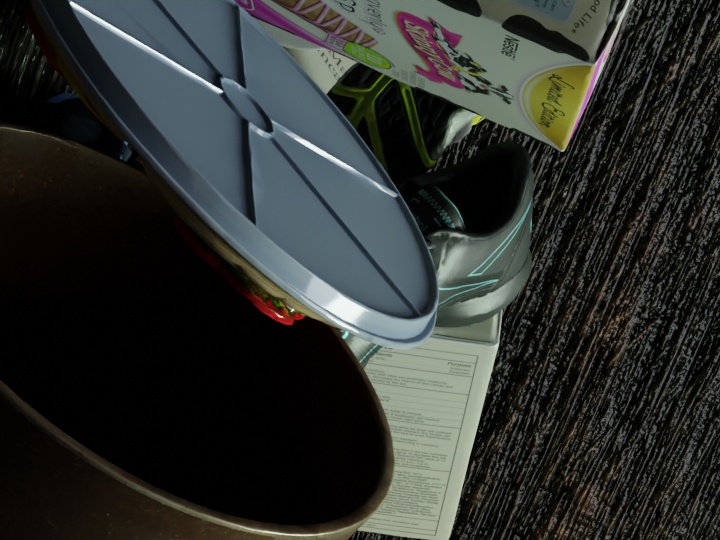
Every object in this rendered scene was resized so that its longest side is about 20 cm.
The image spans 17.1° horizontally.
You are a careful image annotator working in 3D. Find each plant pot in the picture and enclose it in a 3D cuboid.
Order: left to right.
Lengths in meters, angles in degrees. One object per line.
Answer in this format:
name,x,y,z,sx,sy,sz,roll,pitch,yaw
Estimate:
plant pot,-0.120,0.088,0.780,0.200,0.187,0.187,-53,-179,22

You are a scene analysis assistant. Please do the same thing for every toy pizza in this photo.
toy pizza,-0.049,-0.046,0.817,0.032,0.200,0.200,-42,-177,16

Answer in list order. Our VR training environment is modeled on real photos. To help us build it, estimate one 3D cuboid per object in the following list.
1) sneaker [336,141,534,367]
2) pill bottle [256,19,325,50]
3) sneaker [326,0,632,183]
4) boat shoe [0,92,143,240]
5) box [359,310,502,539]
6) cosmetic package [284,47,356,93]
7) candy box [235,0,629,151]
sneaker,0.000,0.000,1.048,0.200,0.075,0.079,-29,153,-35
pill bottle,-0.001,-0.179,1.125,0.200,0.115,0.116,-57,169,-63
sneaker,0.053,-0.108,1.054,0.200,0.075,0.076,-32,-167,49
boat shoe,-0.108,-0.022,0.922,0.200,0.068,0.085,-42,155,-80
box,0.019,0.058,1.277,0.200,0.094,0.078,102,-3,-54
cosmetic package,-0.035,-0.072,1.189,0.073,0.104,0.200,-27,-164,23
candy box,0.005,-0.124,0.917,0.136,0.199,0.061,88,25,-79
